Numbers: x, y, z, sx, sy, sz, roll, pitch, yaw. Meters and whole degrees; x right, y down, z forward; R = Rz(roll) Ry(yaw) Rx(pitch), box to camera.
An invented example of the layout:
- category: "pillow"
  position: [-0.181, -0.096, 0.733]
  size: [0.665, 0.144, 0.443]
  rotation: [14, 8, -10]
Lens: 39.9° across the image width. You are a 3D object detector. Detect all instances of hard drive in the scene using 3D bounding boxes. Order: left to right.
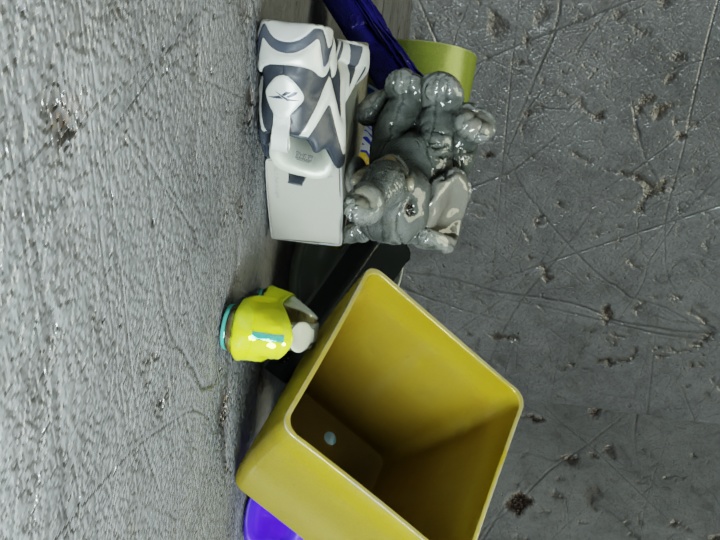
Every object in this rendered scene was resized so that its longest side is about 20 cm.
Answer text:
- category: "hard drive"
  position: [-0.020, 0.038, 1.067]
  size: [0.201, 0.033, 0.140]
  rotation: [-55, 163, -6]

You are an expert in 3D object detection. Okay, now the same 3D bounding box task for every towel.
- category: "towel"
  position: [0.035, -0.230, 1.102]
  size: [0.201, 0.049, 0.148]
  rotation: [60, 12, 14]

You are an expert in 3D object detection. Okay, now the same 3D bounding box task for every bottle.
- category: "bottle"
  position: [-0.083, 0.284, 1.079]
  size: [0.200, 0.065, 0.084]
  rotation: [88, 12, -65]

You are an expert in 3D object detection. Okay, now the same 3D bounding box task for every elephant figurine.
- category: "elephant figurine"
  position: [0.034, -0.072, 0.898]
  size: [0.141, 0.155, 0.201]
  rotation: [-20, -138, 48]

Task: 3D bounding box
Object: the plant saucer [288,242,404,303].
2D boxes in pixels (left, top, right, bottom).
- category: "plant saucer"
  position: [0.000, 0.000, 1.177]
  size: [0.199, 0.050, 0.202]
  rotation: [-21, 119, -44]

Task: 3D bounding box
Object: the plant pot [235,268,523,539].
- category: "plant pot"
  position: [0.001, 0.159, 0.919]
  size: [0.176, 0.200, 0.200]
  rotation: [-40, -165, 45]

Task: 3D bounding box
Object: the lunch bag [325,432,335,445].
- category: "lunch bag"
  position: [-0.038, 0.202, 1.182]
  size: [0.160, 0.077, 0.202]
  rotation: [23, -74, 59]

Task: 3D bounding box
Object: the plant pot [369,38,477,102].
- category: "plant pot"
  position: [0.058, -0.189, 1.330]
  size: [0.187, 0.186, 0.202]
  rotation: [8, 85, -86]

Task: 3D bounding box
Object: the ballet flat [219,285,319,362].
- category: "ballet flat"
  position: [-0.071, 0.051, 0.871]
  size: [0.200, 0.066, 0.067]
  rotation: [-16, 112, -86]

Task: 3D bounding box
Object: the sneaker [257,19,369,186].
- category: "sneaker"
  position: [-0.043, -0.140, 0.867]
  size: [0.199, 0.079, 0.131]
  rotation: [-48, 146, -81]

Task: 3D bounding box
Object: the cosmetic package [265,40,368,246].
- category: "cosmetic package"
  position: [-0.038, -0.131, 0.979]
  size: [0.201, 0.073, 0.104]
  rotation: [-78, 173, -45]

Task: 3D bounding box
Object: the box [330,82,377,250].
- category: "box"
  position: [-0.022, -0.127, 1.110]
  size: [0.064, 0.070, 0.201]
  rotation: [-37, -147, 45]
